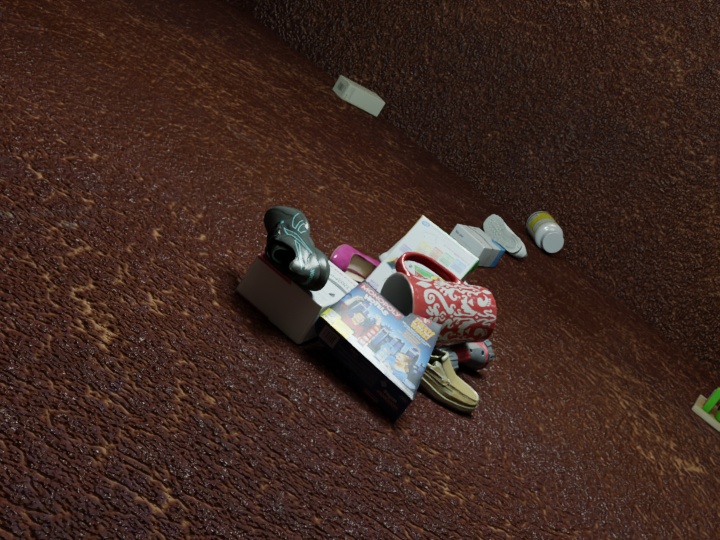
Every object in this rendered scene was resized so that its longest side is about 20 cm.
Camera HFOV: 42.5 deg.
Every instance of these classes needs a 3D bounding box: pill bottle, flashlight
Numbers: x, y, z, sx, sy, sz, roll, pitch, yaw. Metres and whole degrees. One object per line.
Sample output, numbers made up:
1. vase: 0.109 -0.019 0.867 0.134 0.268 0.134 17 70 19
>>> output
1. pill bottle: 0.707 -0.142 3.527 0.111 0.112 0.200 29 18 -16
2. flashlight: 0.196 0.171 1.809 0.199 0.067 0.069 -6 84 -61

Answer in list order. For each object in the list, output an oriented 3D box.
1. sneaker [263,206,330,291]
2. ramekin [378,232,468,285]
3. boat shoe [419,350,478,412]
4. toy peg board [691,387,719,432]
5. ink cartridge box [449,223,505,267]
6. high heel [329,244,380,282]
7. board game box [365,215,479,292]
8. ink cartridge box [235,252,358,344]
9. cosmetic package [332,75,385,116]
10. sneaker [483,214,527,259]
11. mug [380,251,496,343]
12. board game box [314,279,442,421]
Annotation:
1. sneaker: -0.118 -0.047 1.505 0.079 0.076 0.200 13 27 -39
2. ramekin: 0.142 0.008 2.002 0.200 0.098 0.201 44 5 -5
3. boat shoe: 0.137 0.179 1.647 0.199 0.076 0.072 30 17 -14
4. toy peg board: 1.109 0.427 2.763 0.200 0.098 0.199 41 18 18
5. ink cartridge box: 0.329 -0.072 2.703 0.116 0.067 0.199 43 19 25
6. high heel: 0.000 0.000 1.897 0.095 0.068 0.200 29 1 18
7. board game box: 0.120 0.010 1.877 0.153 0.200 0.040 39 -13 16
8. ink cartridge box: -0.097 0.035 1.585 0.145 0.084 0.200 38 19 13
9. cosmetic package: -0.007 -0.719 3.819 0.199 0.073 0.104 22 21 -37
10. sneaker: 0.487 -0.110 3.122 0.080 0.076 0.201 32 18 -47
11. mug: 0.151 0.057 1.759 0.198 0.180 0.133 6 -2 -28
12. board game box: 0.043 0.118 1.539 0.200 0.062 0.200 42 36 9
